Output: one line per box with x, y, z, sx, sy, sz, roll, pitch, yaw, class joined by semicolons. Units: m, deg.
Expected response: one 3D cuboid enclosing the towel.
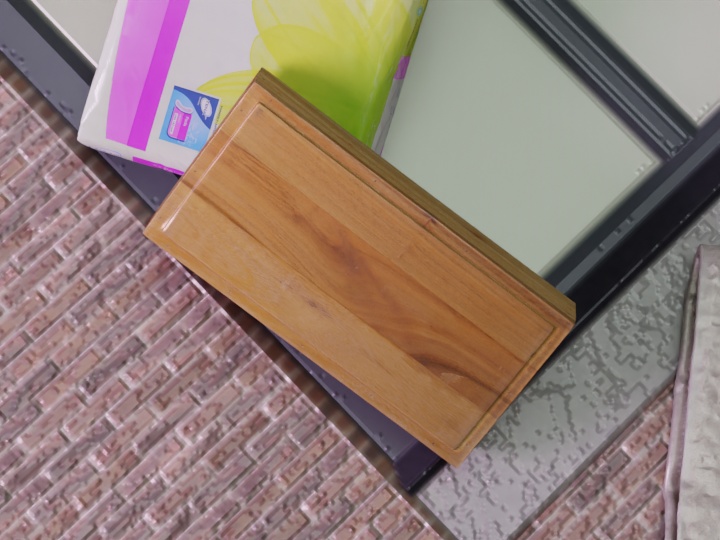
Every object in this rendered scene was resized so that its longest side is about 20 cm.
0.228;0.092;1.211;0.131;0.035;0.202;11;72;-5;towel

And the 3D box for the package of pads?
-0.043;-0.138;1.193;0.153;0.068;0.201;17;97;-1;package of pads

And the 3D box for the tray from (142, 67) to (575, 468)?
0.000;0.000;1.165;0.199;0.037;0.099;36;107;-7;tray
